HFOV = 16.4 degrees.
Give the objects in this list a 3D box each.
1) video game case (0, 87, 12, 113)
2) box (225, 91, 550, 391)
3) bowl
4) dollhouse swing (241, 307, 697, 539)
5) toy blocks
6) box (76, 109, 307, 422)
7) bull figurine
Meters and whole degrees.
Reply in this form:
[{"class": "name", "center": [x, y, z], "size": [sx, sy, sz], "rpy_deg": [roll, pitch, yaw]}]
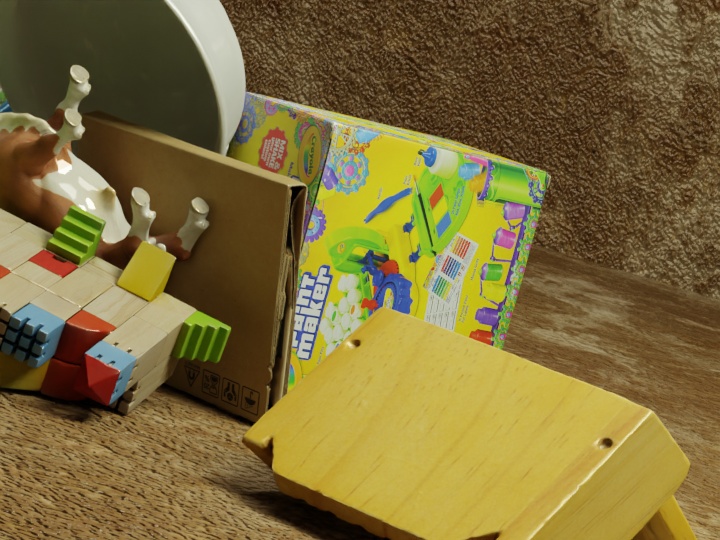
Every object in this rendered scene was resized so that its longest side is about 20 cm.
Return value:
[{"class": "video game case", "center": [-0.349, -0.120, 1.832], "size": [0.199, 0.018, 0.143], "rpy_deg": [10, 32, 26]}, {"class": "box", "center": [0.000, 0.000, 1.720], "size": [0.192, 0.201, 0.122], "rpy_deg": [12, 7, -37]}, {"class": "bowl", "center": [-0.150, -0.148, 1.697], "size": [0.200, 0.202, 0.090], "rpy_deg": [18, 40, 27]}, {"class": "dollhouse swing", "center": [0.072, 0.141, 1.418], "size": [0.199, 0.176, 0.182], "rpy_deg": [20, 50, 38]}, {"class": "toy blocks", "center": [-0.197, 0.031, 1.527], "size": [0.199, 0.100, 0.137], "rpy_deg": [27, 22, 10]}, {"class": "box", "center": [-0.119, -0.004, 1.641], "size": [0.199, 0.164, 0.021], "rpy_deg": [20, 21, 39]}, {"class": "bull figurine", "center": [-0.194, -0.054, 1.611], "size": [0.200, 0.121, 0.065], "rpy_deg": [45, 37, -6]}]
